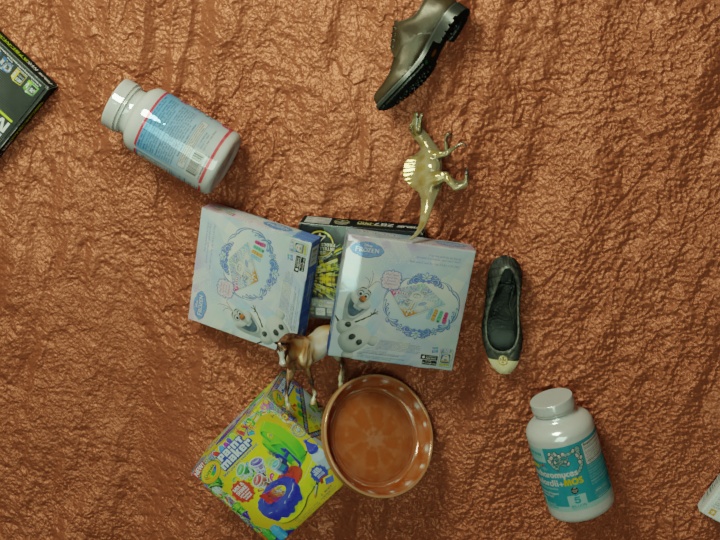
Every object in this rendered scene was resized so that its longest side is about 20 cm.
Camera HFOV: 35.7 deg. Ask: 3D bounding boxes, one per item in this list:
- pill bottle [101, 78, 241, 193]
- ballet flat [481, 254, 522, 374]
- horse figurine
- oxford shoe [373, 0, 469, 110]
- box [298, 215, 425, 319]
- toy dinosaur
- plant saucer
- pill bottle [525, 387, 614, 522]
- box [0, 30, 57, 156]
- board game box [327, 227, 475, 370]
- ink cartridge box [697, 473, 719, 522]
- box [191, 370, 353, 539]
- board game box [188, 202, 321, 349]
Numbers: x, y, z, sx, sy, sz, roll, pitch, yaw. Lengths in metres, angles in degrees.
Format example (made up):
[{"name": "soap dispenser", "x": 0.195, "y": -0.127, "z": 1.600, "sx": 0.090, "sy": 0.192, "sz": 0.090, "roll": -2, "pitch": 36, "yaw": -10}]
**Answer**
[{"name": "pill bottle", "x": -0.295, "y": -0.212, "z": 1.738, "sx": 0.200, "sy": 0.109, "sz": 0.109, "roll": 31, "pitch": 109, "yaw": -1}, {"name": "ballet flat", "x": 0.223, "y": 0.073, "z": 1.773, "sx": 0.066, "sy": 0.057, "sz": 0.200, "roll": 0, "pitch": 107, "yaw": 10}, {"name": "horse figurine", "x": -0.065, "y": 0.139, "z": 1.794, "sx": 0.050, "sy": 0.200, "sz": 0.133, "roll": 11, "pitch": 114, "yaw": 44}, {"name": "oxford shoe", "x": 0.074, "y": -0.329, "z": 1.672, "sx": 0.084, "sy": 0.073, "sz": 0.200, "roll": 40, "pitch": 108, "yaw": 13}, {"name": "box", "x": 0.000, "y": 0.000, "z": 1.791, "sx": 0.200, "sy": 0.049, "sz": 0.162, "roll": 5, "pitch": 111, "yaw": 7}, {"name": "toy dinosaur", "x": 0.115, "y": -0.141, "z": 1.714, "sx": 0.101, "sy": 0.058, "sz": 0.200, "roll": -3, "pitch": 80, "yaw": 9}, {"name": "plant saucer", "x": 0.026, "y": 0.269, "z": 1.816, "sx": 0.200, "sy": 0.200, "sz": 0.032, "roll": 47, "pitch": 149, "yaw": -7}, {"name": "pill bottle", "x": 0.332, "y": 0.293, "z": 1.798, "sx": 0.111, "sy": 0.111, "sz": 0.200, "roll": -15, "pitch": 104, "yaw": 13}, {"name": "box", "x": -0.620, "y": -0.295, "z": 1.797, "sx": 0.200, "sy": 0.048, "sz": 0.193, "roll": 44, "pitch": 106, "yaw": -6}, {"name": "board game box", "x": 0.061, "y": 0.045, "z": 1.734, "sx": 0.200, "sy": 0.043, "sz": 0.199, "roll": 8, "pitch": 108, "yaw": -7}, {"name": "ink cartridge box", "x": 0.682, "y": 0.355, "z": 1.797, "sx": 0.200, "sy": 0.043, "sz": 0.198, "roll": 29, "pitch": 110, "yaw": 1}, {"name": "box", "x": -0.137, "y": 0.315, "z": 1.874, "sx": 0.193, "sy": 0.122, "sz": 0.200, "roll": 42, "pitch": 109, "yaw": -4}, {"name": "board game box", "x": -0.172, "y": 0.013, "z": 1.797, "sx": 0.199, "sy": 0.043, "sz": 0.200, "roll": 18, "pitch": 113, "yaw": 17}]
